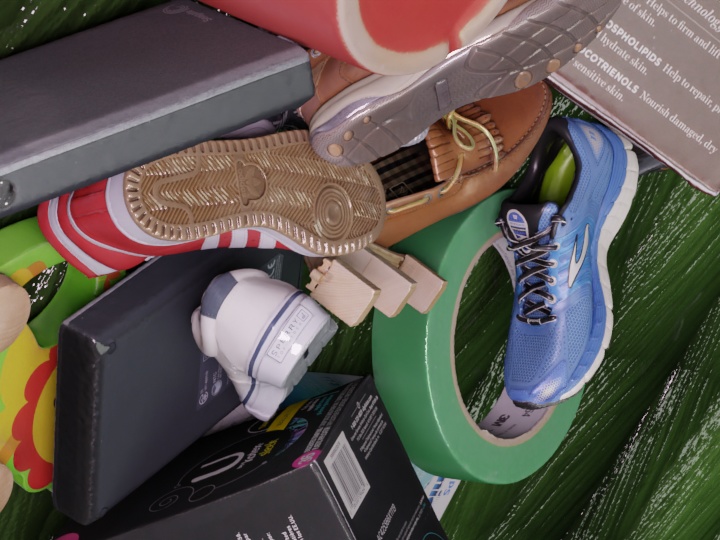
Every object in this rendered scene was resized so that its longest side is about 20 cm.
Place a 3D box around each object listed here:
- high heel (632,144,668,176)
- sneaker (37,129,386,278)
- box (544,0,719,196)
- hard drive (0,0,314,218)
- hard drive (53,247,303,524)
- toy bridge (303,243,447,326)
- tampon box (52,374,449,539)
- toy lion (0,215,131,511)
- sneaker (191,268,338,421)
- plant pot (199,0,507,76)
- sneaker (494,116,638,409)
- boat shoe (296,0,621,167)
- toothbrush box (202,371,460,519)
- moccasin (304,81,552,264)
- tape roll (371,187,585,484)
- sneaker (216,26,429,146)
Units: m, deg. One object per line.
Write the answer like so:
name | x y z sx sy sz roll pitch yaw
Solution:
high heel | 0.203 -0.154 1.635 0.142 0.071 0.201 -30 137 -50
sneaker | -0.086 -0.036 1.312 0.200 0.112 0.072 2 81 -45
box | 0.183 -0.187 1.437 0.164 0.166 0.200 32 96 -29
hard drive | -0.142 -0.084 1.205 0.199 0.139 0.033 -23 118 -27
hard drive | -0.106 0.046 1.404 0.200 0.033 0.140 -38 146 -44
toy bridge | 0.000 0.000 1.413 0.027 0.067 0.200 -55 168 9
tampon box | -0.071 0.173 1.430 0.199 0.127 0.150 -21 -168 18
toy lion | -0.181 0.052 1.380 0.191 0.069 0.201 -27 139 -42
sneaker | -0.058 0.034 1.347 0.073 0.071 0.200 -53 176 -13
plant pot | -0.014 -0.203 1.229 0.200 0.177 0.201 -30 141 -28
sneaker | 0.119 -0.008 1.548 0.089 0.078 0.201 23 71 -44
boat shoe | 0.051 -0.132 1.299 0.199 0.072 0.076 -25 154 -12
toothbrush box | -0.029 0.151 1.613 0.200 0.085 0.147 7 115 -51
moccasin | 0.038 -0.075 1.504 0.201 0.074 0.078 -27 149 -17
tape roll | 0.086 0.044 1.604 0.200 0.048 0.201 -5 96 -52
sneaker | -0.042 -0.135 1.355 0.199 0.075 0.115 2 104 -32
